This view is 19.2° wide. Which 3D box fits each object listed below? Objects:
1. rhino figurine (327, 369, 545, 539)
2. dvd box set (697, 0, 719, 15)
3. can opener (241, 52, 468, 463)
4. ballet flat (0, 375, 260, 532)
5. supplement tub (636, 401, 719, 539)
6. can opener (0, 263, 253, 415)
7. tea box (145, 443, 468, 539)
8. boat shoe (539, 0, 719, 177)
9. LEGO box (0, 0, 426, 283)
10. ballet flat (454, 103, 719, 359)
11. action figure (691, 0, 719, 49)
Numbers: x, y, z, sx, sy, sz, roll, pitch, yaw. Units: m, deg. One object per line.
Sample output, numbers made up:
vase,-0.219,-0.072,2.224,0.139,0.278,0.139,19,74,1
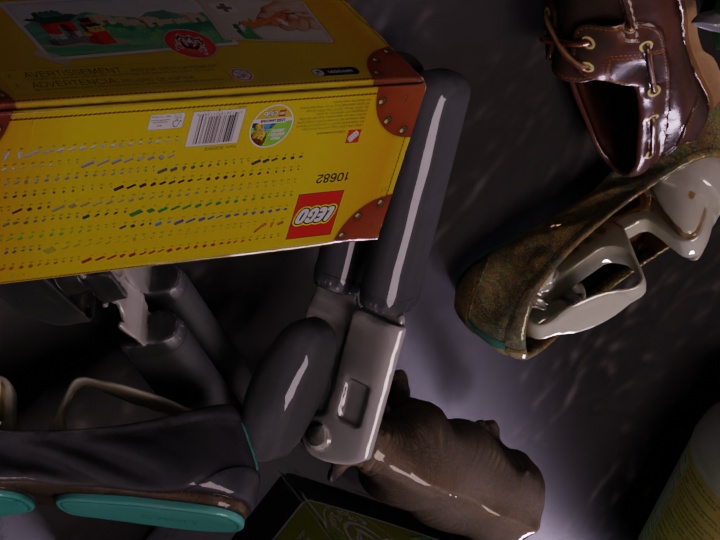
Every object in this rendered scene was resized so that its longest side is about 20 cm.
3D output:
rhino figurine,0.025,0.094,1.106,0.200,0.087,0.060,27,104,-44
dvd box set,0.259,-0.163,1.083,0.200,0.029,0.147,19,94,-46
can opener,0.000,0.000,0.983,0.066,0.052,0.201,-8,118,-60
ballet flat,-0.144,0.082,0.962,0.199,0.073,0.073,1,132,1
supplement tub,0.252,0.167,1.314,0.145,0.145,0.201,-1,125,-39
can opener,-0.102,0.024,0.981,0.066,0.053,0.200,-13,143,19
tea box,0.008,0.205,1.108,0.200,0.197,0.134,24,108,-49
boat shoe,0.122,-0.114,1.013,0.070,0.070,0.200,-43,141,-5
LEGO box,-0.100,-0.074,0.808,0.199,0.149,0.077,-7,129,-34
ballet flat,0.142,-0.019,1.120,0.200,0.071,0.071,-34,140,-11
action figure,0.195,-0.206,0.959,0.054,0.118,0.201,13,85,-21
